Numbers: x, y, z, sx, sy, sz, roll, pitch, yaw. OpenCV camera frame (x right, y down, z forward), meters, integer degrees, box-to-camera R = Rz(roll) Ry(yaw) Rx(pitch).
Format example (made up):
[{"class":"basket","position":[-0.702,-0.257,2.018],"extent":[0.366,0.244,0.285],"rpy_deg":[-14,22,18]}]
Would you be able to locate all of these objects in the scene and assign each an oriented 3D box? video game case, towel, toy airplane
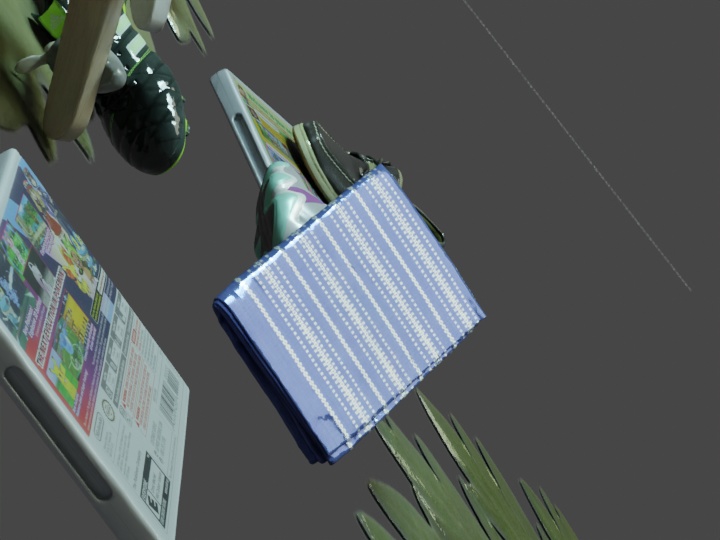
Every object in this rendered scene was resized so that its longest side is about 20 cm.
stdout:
[{"class":"video game case","position":[-0.053,-0.067,2.032],"extent":[0.183,0.022,0.200],"rpy_deg":[65,12,26]},{"class":"towel","position":[-0.007,0.031,1.653],"extent":[0.200,0.024,0.145],"rpy_deg":[-40,100,-39]},{"class":"toy airplane","position":[-0.157,-0.209,1.434],"extent":[0.141,0.200,0.200],"rpy_deg":[2,58,-63]},{"class":"video game case","position":[-0.153,0.043,1.243],"extent":[0.183,0.023,0.200],"rpy_deg":[56,12,-20]}]

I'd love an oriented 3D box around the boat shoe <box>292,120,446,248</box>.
[{"class":"boat shoe","position":[0.009,-0.074,2.095],"extent":[0.200,0.065,0.073],"rpy_deg":[48,17,-41]}]

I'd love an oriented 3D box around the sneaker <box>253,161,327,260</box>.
[{"class":"sneaker","position":[0.000,0.000,1.753],"extent":[0.078,0.139,0.201],"rpy_deg":[111,-28,-50]}]

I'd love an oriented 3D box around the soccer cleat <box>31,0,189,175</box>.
[{"class":"soccer cleat","position":[-0.179,-0.148,1.574],"extent":[0.081,0.067,0.201],"rpy_deg":[14,42,-51]}]
